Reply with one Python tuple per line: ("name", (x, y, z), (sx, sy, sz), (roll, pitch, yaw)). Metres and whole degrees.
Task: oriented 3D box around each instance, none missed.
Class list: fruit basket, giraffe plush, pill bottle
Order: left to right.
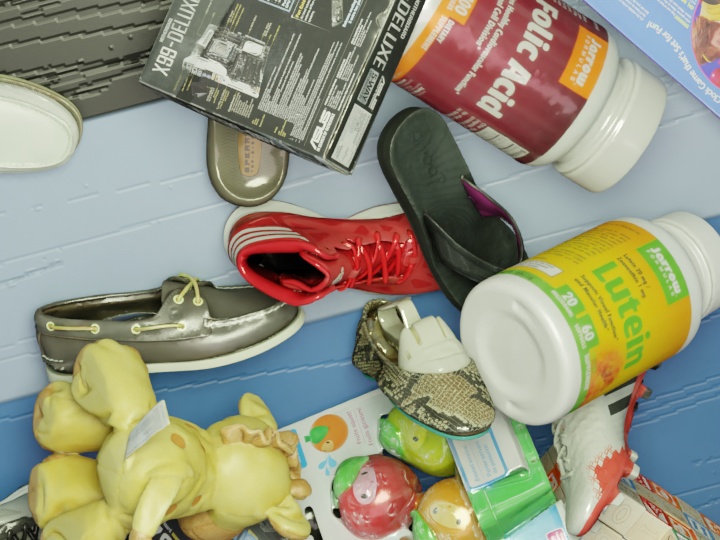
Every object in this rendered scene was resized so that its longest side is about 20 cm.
("giraffe plush", (-0.125, 0.141, 1.321), (0.162, 0.200, 0.174), (11, 70, -37))
("fruit basket", (0.041, 0.163, 1.392), (0.199, 0.186, 0.094), (-19, 150, -2))
("pill bottle", (0.111, -0.145, 1.308), (0.199, 0.114, 0.114), (30, 105, -16))
("pill bottle", (0.178, 0.026, 1.344), (0.199, 0.111, 0.112), (-24, 117, -35))

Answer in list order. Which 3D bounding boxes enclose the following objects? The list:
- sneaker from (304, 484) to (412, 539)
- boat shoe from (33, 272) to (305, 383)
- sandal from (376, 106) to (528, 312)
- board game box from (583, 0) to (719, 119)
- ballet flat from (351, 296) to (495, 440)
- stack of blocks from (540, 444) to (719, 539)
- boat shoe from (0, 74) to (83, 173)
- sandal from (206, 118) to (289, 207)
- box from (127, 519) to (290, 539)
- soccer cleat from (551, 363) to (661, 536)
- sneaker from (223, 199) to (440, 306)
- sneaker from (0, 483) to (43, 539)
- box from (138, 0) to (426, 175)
("sneaker", (0.020, 0.216, 1.448), (0.199, 0.091, 0.076), (3, 116, -6))
("boat shoe", (-0.143, 0.037, 1.373), (0.200, 0.072, 0.061), (-12, 116, 2))
("sandal", (0.077, -0.031, 1.333), (0.075, 0.048, 0.201), (-51, 128, -20))
("board game box", (0.255, -0.205, 1.338), (0.200, 0.045, 0.135), (38, 103, -17))
("ballet flat", (0.039, 0.061, 1.336), (0.067, 0.200, 0.076), (-9, 105, -17))
("stack of blocks", (0.234, 0.218, 1.458), (0.200, 0.115, 0.059), (34, 104, -16))
("boat shoe", (-0.298, -0.104, 1.305), (0.199, 0.068, 0.075), (8, 110, -9))
("sandal", (-0.085, -0.140, 1.319), (0.081, 0.055, 0.201), (0, 104, -6))
("box", (-0.104, 0.256, 1.401), (0.049, 0.200, 0.162), (12, 115, -50))
("soccer cleat", (0.168, 0.114, 1.381), (0.085, 0.200, 0.069), (27, 137, -4))
("sneaker", (0.000, 0.000, 1.350), (0.199, 0.116, 0.079), (0, 111, -6))
("sneaker", (-0.284, 0.215, 1.423), (0.199, 0.079, 0.074), (-10, 110, -4))
("box", (-0.040, -0.185, 1.237), (0.157, 0.050, 0.201), (23, 90, 25))
